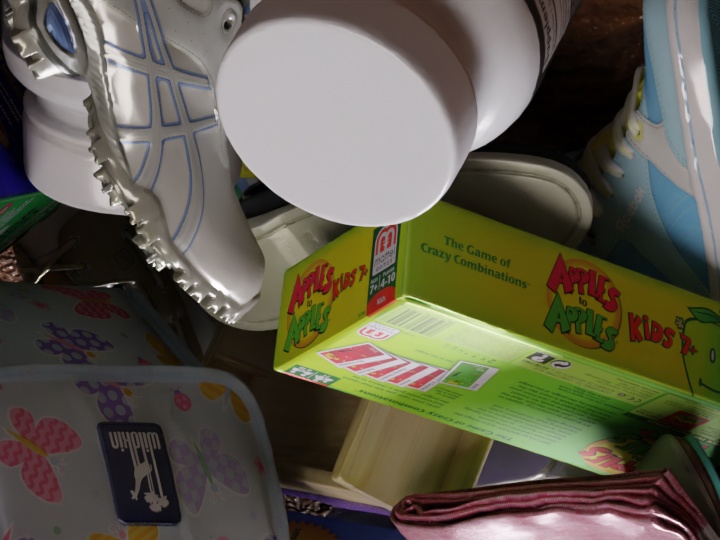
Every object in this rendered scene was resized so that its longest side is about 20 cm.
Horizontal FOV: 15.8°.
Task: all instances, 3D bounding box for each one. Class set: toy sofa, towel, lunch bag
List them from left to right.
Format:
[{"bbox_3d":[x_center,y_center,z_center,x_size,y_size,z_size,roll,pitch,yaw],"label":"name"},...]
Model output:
[{"bbox_3d":[-0.135,0.088,1.147,0.200,0.169,0.128,47,120,44],"label":"lunch bag"},{"bbox_3d":[-0.001,0.074,1.213,0.097,0.083,0.200,30,167,-25],"label":"toy sofa"},{"bbox_3d":[0.118,0.162,1.105,0.143,0.023,0.200,-10,128,41],"label":"towel"}]

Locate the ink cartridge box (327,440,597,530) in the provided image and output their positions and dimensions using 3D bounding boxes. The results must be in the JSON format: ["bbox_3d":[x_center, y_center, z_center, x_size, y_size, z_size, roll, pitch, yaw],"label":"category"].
[{"bbox_3d":[0.101,0.152,1.297,0.145,0.084,0.200,-14,123,37],"label":"ink cartridge box"}]

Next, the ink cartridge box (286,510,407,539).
[{"bbox_3d":[-0.032,0.185,1.222,0.199,0.137,0.077,7,129,16],"label":"ink cartridge box"}]

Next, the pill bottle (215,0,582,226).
[{"bbox_3d":[0.026,-0.115,0.991,0.116,0.200,0.117,15,136,15],"label":"pill bottle"}]

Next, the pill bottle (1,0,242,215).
[{"bbox_3d":[-0.092,-0.132,1.068,0.112,0.113,0.201,13,118,17],"label":"pill bottle"}]

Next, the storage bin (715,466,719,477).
[{"bbox_3d":[0.240,0.144,1.186,0.134,0.146,0.201,-20,126,0],"label":"storage bin"}]

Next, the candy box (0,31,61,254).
[{"bbox_3d":[-0.211,-0.083,1.116,0.077,0.200,0.170,-34,88,12],"label":"candy box"}]

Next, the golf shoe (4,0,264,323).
[{"bbox_3d":[-0.068,-0.072,1.000,0.097,0.078,0.201,-29,120,-1],"label":"golf shoe"}]

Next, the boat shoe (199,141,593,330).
[{"bbox_3d":[0.016,-0.027,1.116,0.199,0.066,0.075,-19,121,36],"label":"boat shoe"}]

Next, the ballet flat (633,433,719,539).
[{"bbox_3d":[0.130,0.132,1.132,0.063,0.068,0.200,-25,155,-2],"label":"ballet flat"}]

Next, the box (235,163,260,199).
[{"bbox_3d":[-0.047,-0.073,1.188,0.199,0.048,0.118,-19,121,37],"label":"box"}]

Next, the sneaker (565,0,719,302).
[{"bbox_3d":[0.109,-0.045,1.106,0.130,0.080,0.201,4,132,23],"label":"sneaker"}]

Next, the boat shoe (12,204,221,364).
[{"bbox_3d":[-0.131,-0.009,1.277,0.200,0.069,0.075,46,135,-18],"label":"boat shoe"}]

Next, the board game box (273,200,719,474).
[{"bbox_3d":[0.076,0.034,1.081,0.199,0.048,0.101,19,152,-27],"label":"board game box"}]
